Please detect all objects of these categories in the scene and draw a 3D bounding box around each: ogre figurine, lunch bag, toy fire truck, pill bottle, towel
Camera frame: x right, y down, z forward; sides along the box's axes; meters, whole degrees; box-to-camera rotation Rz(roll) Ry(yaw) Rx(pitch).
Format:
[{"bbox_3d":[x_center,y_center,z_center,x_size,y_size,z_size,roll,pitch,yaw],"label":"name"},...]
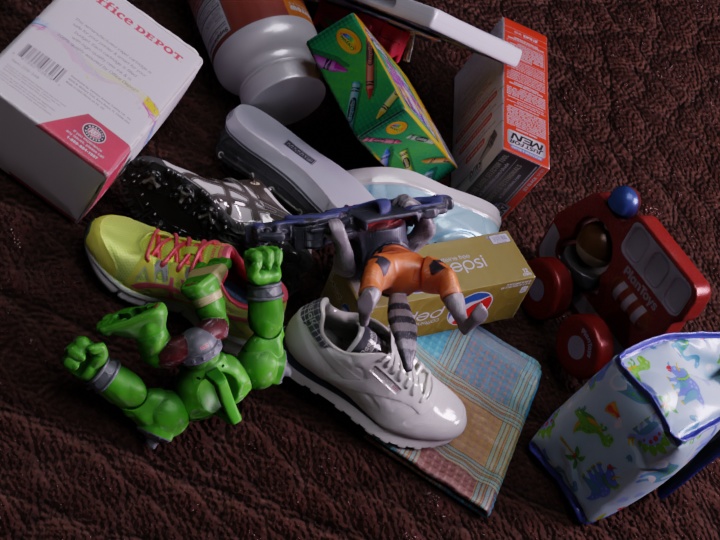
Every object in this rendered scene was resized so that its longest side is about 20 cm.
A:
[{"bbox_3d":[-0.142,0.071,1.414,0.200,0.098,0.120,-34,111,-35],"label":"ogre figurine"},{"bbox_3d":[0.292,0.142,1.618,0.200,0.170,0.128,-20,69,-44],"label":"lunch bag"},{"bbox_3d":[0.261,0.007,1.693,0.112,0.168,0.200,-2,46,-35],"label":"toy fire truck"},{"bbox_3d":[-0.107,-0.250,1.693,0.112,0.112,0.201,-3,59,-36],"label":"pill bottle"},{"bbox_3d":[0.093,0.125,1.604,0.146,0.022,0.200,33,45,-7],"label":"towel"}]

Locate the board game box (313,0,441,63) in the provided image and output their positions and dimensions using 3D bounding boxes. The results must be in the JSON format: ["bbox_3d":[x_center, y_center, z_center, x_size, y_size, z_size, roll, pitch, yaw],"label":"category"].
[{"bbox_3d":[0.000,-0.255,1.772,0.157,0.039,0.200,20,6,-7],"label":"board game box"}]

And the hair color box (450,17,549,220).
[{"bbox_3d":[0.151,-0.161,1.800,0.064,0.111,0.201,21,48,-18],"label":"hair color box"}]

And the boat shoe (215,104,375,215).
[{"bbox_3d":[-0.056,-0.081,1.620,0.200,0.057,0.069,40,31,9],"label":"boat shoe"}]

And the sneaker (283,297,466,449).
[{"bbox_3d":[0.020,0.094,1.511,0.199,0.081,0.077,28,43,-19],"label":"sneaker"}]

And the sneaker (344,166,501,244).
[{"bbox_3d":[0.055,-0.045,1.674,0.199,0.074,0.082,13,57,-19],"label":"sneaker"}]

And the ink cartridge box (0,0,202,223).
[{"bbox_3d":[-0.258,-0.162,1.543,0.147,0.086,0.200,36,43,-4],"label":"ink cartridge box"}]

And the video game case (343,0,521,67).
[{"bbox_3d":[0.049,-0.266,1.719,0.182,0.023,0.200,25,7,30],"label":"video game case"}]

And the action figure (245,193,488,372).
[{"bbox_3d":[0.000,0.000,1.484,0.199,0.105,0.194,-6,29,-14],"label":"action figure"}]

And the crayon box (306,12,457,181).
[{"bbox_3d":[0.024,-0.164,1.677,0.119,0.058,0.200,63,10,21],"label":"crayon box"}]

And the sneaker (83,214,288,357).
[{"bbox_3d":[-0.150,-0.003,1.489,0.199,0.090,0.078,27,46,-13],"label":"sneaker"}]

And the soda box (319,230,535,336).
[{"bbox_3d":[0.064,0.019,1.607,0.199,0.068,0.064,-10,55,-28],"label":"soda box"}]

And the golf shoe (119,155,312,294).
[{"bbox_3d":[-0.133,-0.054,1.562,0.200,0.078,0.095,34,33,-17],"label":"golf shoe"}]
